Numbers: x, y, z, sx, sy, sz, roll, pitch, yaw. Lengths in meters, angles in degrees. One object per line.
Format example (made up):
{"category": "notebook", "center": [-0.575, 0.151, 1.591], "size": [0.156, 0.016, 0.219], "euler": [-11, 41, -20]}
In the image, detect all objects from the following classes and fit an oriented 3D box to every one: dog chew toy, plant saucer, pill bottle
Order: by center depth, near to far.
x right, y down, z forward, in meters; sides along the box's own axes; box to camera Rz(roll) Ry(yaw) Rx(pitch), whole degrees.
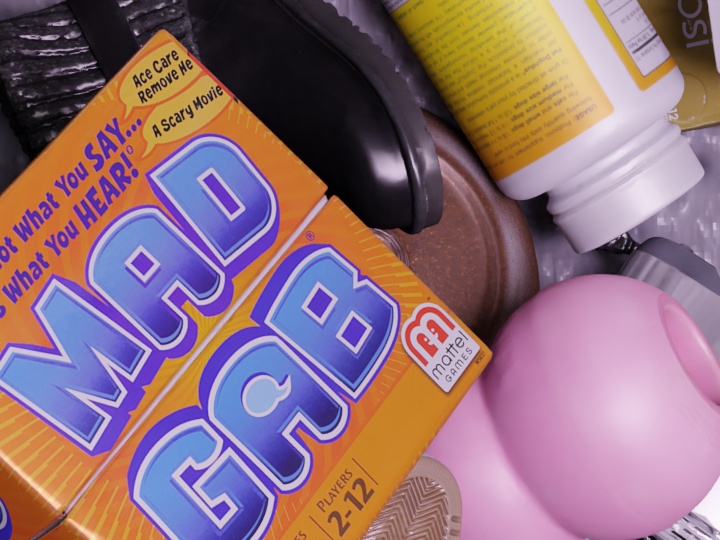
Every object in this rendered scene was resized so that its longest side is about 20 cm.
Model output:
{"category": "dog chew toy", "center": [0.075, 0.087, 1.122], "size": [0.199, 0.125, 0.125], "euler": [-31, 101, 21]}
{"category": "plant saucer", "center": [0.000, 0.000, 1.187], "size": [0.199, 0.037, 0.202], "euler": [3, 76, -14]}
{"category": "pill bottle", "center": [0.088, -0.113, 1.193], "size": [0.109, 0.109, 0.201], "euler": [-33, 93, -15]}

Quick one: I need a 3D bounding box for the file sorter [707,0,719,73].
{"category": "file sorter", "center": [0.260, -0.167, 1.189], "size": [0.200, 0.124, 0.140], "euler": [5, 78, -61]}

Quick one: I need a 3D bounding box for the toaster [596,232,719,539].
{"category": "toaster", "center": [0.169, 0.076, 1.218], "size": [0.200, 0.114, 0.129], "euler": [36, 82, 7]}

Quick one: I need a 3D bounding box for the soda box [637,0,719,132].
{"category": "soda box", "center": [0.175, -0.177, 1.241], "size": [0.067, 0.064, 0.201], "euler": [-11, 95, 22]}

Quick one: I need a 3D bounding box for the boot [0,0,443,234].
{"category": "boot", "center": [-0.073, -0.067, 1.133], "size": [0.157, 0.080, 0.211], "euler": [-29, 58, -19]}

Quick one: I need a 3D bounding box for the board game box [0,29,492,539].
{"category": "board game box", "center": [-0.109, 0.064, 1.023], "size": [0.200, 0.200, 0.200], "euler": [44, 54, -8]}

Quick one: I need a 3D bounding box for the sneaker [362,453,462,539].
{"category": "sneaker", "center": [-0.029, 0.159, 1.104], "size": [0.070, 0.108, 0.201], "euler": [24, 97, -24]}
